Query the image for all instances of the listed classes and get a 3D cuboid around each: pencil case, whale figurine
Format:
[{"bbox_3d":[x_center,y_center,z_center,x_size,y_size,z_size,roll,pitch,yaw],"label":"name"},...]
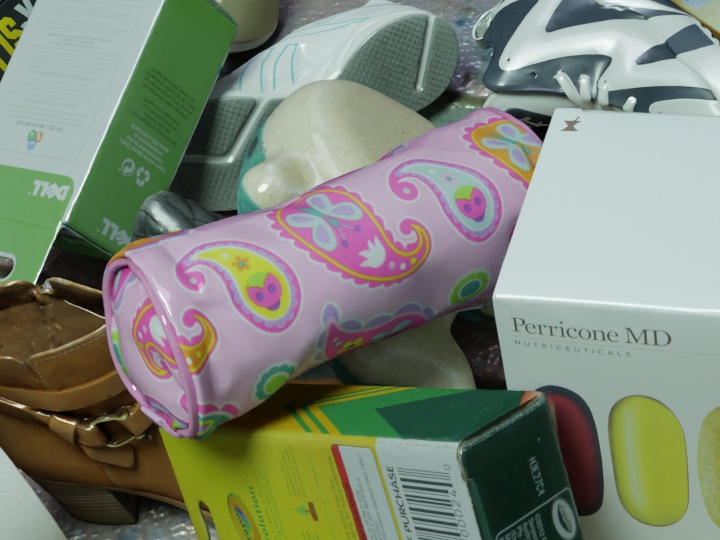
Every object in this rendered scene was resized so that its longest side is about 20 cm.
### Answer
[{"bbox_3d":[-0.005,0.000,0.652,0.199,0.088,0.087,-22,44,-27],"label":"pencil case"},{"bbox_3d":[0.000,0.000,0.776,0.104,0.158,0.201,-46,36,31],"label":"whale figurine"}]

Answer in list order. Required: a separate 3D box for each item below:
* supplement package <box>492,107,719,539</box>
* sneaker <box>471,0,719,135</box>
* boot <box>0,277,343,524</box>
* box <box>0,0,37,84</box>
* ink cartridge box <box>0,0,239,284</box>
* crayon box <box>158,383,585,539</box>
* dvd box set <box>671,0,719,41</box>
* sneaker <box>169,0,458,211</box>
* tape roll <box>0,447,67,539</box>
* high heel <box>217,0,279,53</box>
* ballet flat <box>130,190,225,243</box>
[{"bbox_3d":[0.126,0.049,0.627,0.112,0.201,0.110,4,44,20],"label":"supplement package"},{"bbox_3d":[0.130,-0.090,0.852,0.129,0.079,0.200,-36,68,11],"label":"sneaker"},{"bbox_3d":[-0.081,0.056,0.722,0.198,0.155,0.074,-11,51,9],"label":"boot"},{"bbox_3d":[-0.221,-0.139,0.969,0.200,0.049,0.159,-51,21,-27],"label":"box"},{"bbox_3d":[-0.154,-0.063,0.856,0.103,0.059,0.202,11,74,39],"label":"ink cartridge box"},{"bbox_3d":[0.006,0.112,0.631,0.051,0.128,0.199,-25,14,-37],"label":"crayon box"},{"bbox_3d":[0.253,-0.172,0.880,0.146,0.029,0.200,-44,54,-3],"label":"dvd box set"},{"bbox_3d":[-0.042,-0.097,0.922,0.199,0.071,0.080,-26,30,-9],"label":"sneaker"},{"bbox_3d":[-0.202,0.075,0.714,0.037,0.204,0.202,-41,50,-20],"label":"tape roll"},{"bbox_3d":[-0.115,-0.194,1.012,0.141,0.072,0.200,13,38,19],"label":"high heel"},{"bbox_3d":[-0.090,-0.005,0.782,0.066,0.200,0.057,-40,94,-16],"label":"ballet flat"}]
